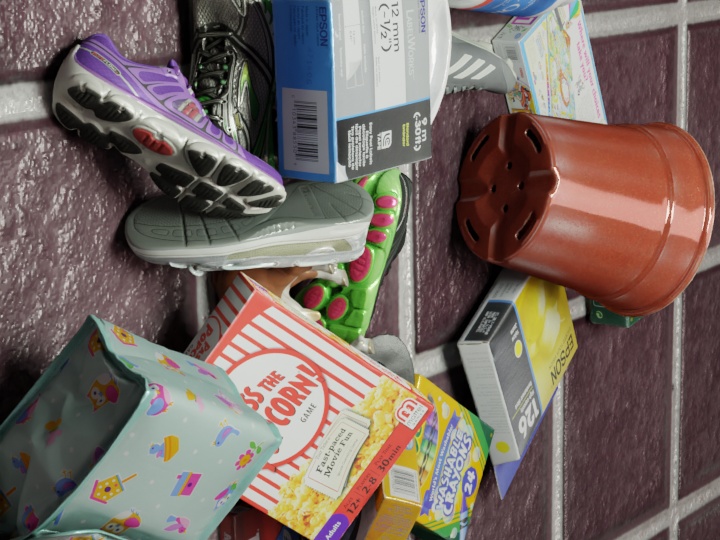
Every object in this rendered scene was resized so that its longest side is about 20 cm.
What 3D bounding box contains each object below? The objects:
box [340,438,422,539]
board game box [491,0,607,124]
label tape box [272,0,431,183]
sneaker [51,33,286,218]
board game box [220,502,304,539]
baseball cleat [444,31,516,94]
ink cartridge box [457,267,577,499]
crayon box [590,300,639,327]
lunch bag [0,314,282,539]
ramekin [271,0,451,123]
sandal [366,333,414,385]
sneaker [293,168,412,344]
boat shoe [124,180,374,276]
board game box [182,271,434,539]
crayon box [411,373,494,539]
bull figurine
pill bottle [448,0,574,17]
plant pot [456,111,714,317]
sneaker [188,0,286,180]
[{"bbox_3d":[-0.001,0.232,1.712,0.120,0.041,0.201,-95,-158,-53],"label":"box"},{"bbox_3d":[0.204,-0.188,2.065,0.135,0.034,0.201,-48,133,-40],"label":"board game box"},{"bbox_3d":[0.014,-0.159,1.591,0.199,0.066,0.145,-17,110,-49],"label":"label tape box"},{"bbox_3d":[-0.135,-0.113,1.484,0.199,0.080,0.084,35,54,-21],"label":"sneaker"},{"bbox_3d":[-0.084,0.298,1.733,0.103,0.019,0.202,-17,109,-53],"label":"board game box"},{"bbox_3d":[0.071,-0.184,1.851,0.199,0.069,0.107,25,81,-45],"label":"baseball cleat"},{"bbox_3d":[0.173,0.100,2.042,0.198,0.047,0.201,-56,135,-48],"label":"ink cartridge box"},{"bbox_3d":[0.329,-0.029,2.250,0.200,0.051,0.127,-30,120,-50],"label":"crayon box"},{"bbox_3d":[-0.183,0.156,1.450,0.201,0.122,0.170,-53,142,7],"label":"lunch bag"},{"bbox_3d":[-0.013,-0.194,1.681,0.202,0.094,0.205,-12,105,-52],"label":"ramekin"},{"bbox_3d":[-0.006,0.129,1.770,0.075,0.045,0.200,43,52,-1],"label":"sandal"},{"bbox_3d":[0.000,0.000,1.708,0.084,0.076,0.201,-25,145,-59],"label":"sneaker"},{"bbox_3d":[-0.088,-0.027,1.561,0.200,0.075,0.065,-8,135,-18],"label":"boat shoe"},{"bbox_3d":[-0.061,0.117,1.595,0.199,0.046,0.152,33,95,-28],"label":"board game box"},{"bbox_3d":[0.052,0.178,1.887,0.200,0.051,0.127,37,65,-52],"label":"crayon box"},{"bbox_3d":[-0.054,0.068,1.661,0.065,0.120,0.201,-88,159,-61],"label":"bull figurine"},{"bbox_3d":[0.144,-0.302,1.886,0.199,0.111,0.114,-6,100,-55],"label":"pill bottle"},{"bbox_3d":[0.214,-0.067,1.948,0.194,0.200,0.203,11,87,-36],"label":"plant pot"},{"bbox_3d":[-0.106,-0.144,1.572,0.085,0.077,0.202,-28,119,-50],"label":"sneaker"}]
